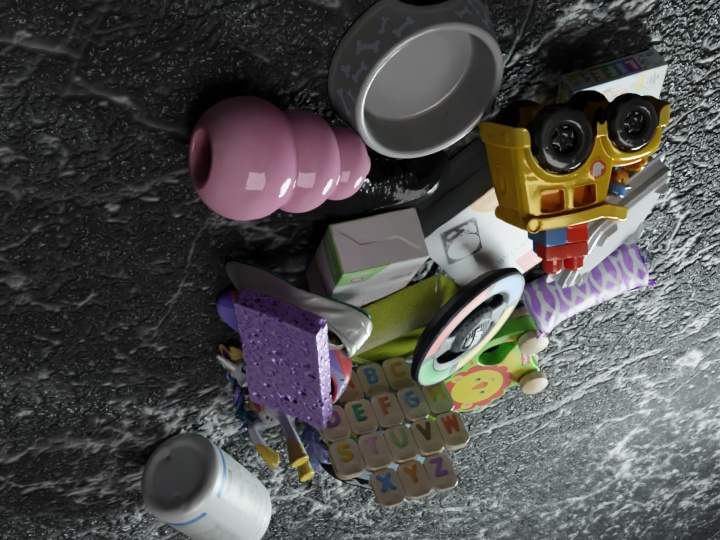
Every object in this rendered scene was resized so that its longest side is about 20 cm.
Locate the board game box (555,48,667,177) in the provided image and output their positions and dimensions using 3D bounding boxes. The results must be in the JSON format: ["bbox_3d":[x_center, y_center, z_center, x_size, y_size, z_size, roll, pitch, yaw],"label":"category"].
[{"bbox_3d":[0.309,-0.179,1.243,0.132,0.035,0.202,-18,142,-12],"label":"board game box"}]

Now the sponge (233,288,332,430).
[{"bbox_3d":[-0.090,0.109,1.156,0.030,0.110,0.202,-58,159,-35],"label":"sponge"}]

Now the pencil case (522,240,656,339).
[{"bbox_3d":[0.339,0.023,1.452,0.197,0.087,0.084,-25,179,10],"label":"pencil case"}]

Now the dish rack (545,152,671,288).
[{"bbox_3d":[0.350,-0.059,1.334,0.199,0.044,0.173,-34,159,-27],"label":"dish rack"}]

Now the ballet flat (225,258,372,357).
[{"bbox_3d":[-0.083,0.048,1.158,0.197,0.070,0.070,22,137,7],"label":"ballet flat"}]

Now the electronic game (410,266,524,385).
[{"bbox_3d":[0.142,0.075,1.269,0.199,0.042,0.201,-37,156,-19],"label":"electronic game"}]

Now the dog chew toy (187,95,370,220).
[{"bbox_3d":[-0.077,-0.114,1.011,0.197,0.126,0.125,0,137,-33],"label":"dog chew toy"}]

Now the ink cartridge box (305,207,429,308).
[{"bbox_3d":[0.000,0.000,1.212,0.115,0.068,0.200,-12,162,-19],"label":"ink cartridge box"}]

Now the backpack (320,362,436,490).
[{"bbox_3d":[0.047,0.228,1.400,0.161,0.154,0.203,17,108,-28],"label":"backpack"}]

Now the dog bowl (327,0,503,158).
[{"bbox_3d":[0.066,-0.206,1.043,0.197,0.059,0.202,-17,141,-13],"label":"dog bowl"}]

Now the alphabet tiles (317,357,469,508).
[{"bbox_3d":[0.044,0.207,1.274,0.197,0.198,0.015,-10,149,-24],"label":"alphabet tiles"}]

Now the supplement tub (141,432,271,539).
[{"bbox_3d":[-0.229,0.339,1.456,0.130,0.133,0.201,-28,143,3],"label":"supplement tub"}]

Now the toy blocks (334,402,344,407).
[{"bbox_3d":[0.012,0.235,1.525,0.134,0.101,0.202,7,133,-21],"label":"toy blocks"}]

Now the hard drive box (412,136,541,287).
[{"bbox_3d":[0.162,-0.064,1.257,0.155,0.077,0.199,-37,143,14],"label":"hard drive box"}]

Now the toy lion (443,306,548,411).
[{"bbox_3d":[0.206,0.158,1.572,0.188,0.069,0.201,-16,142,-2],"label":"toy lion"}]

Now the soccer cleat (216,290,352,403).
[{"bbox_3d":[-0.099,0.094,1.225,0.198,0.077,0.067,32,129,-11],"label":"soccer cleat"}]

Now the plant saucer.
[{"bbox_3d":[0.058,0.082,1.319,0.197,0.049,0.199,-25,161,16],"label":"plant saucer"}]

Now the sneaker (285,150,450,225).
[{"bbox_3d":[0.007,-0.107,1.124,0.197,0.061,0.105,-26,148,4],"label":"sneaker"}]

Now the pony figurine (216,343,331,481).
[{"bbox_3d":[-0.100,0.183,1.323,0.167,0.201,0.192,-44,154,21],"label":"pony figurine"}]

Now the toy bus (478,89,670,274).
[{"bbox_3d":[0.246,-0.101,1.096,0.196,0.136,0.196,-12,103,-12],"label":"toy bus"}]
